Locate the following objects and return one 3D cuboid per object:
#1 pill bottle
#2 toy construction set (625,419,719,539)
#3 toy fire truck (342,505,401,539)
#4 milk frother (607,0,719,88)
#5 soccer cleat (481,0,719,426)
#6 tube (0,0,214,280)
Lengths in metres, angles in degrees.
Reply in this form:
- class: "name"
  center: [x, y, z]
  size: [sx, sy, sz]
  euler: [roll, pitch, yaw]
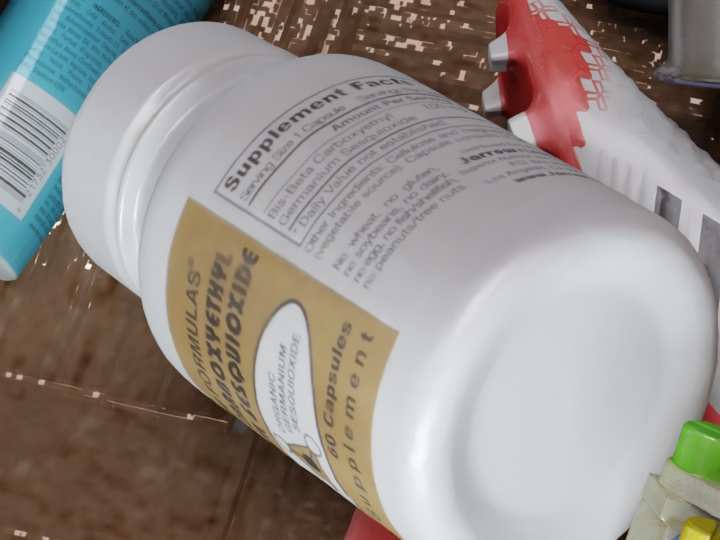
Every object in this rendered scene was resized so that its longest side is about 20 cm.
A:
- class: "pill bottle"
  center: [0.000, 0.000, 0.853]
  size: [0.114, 0.114, 0.200]
  euler: [-46, 44, -12]
- class: "toy construction set"
  center: [0.149, 0.106, 0.783]
  size: [0.200, 0.131, 0.092]
  euler: [30, 97, -14]
- class: "toy fire truck"
  center: [0.077, 0.151, 0.829]
  size: [0.199, 0.049, 0.141]
  euler: [12, 67, 14]
- class: "milk frother"
  center: [0.174, -0.158, 0.916]
  size: [0.199, 0.180, 0.189]
  euler: [-3, 100, -22]
- class: "soccer cleat"
  center: [0.102, -0.008, 0.893]
  size: [0.085, 0.069, 0.201]
  euler: [-21, 67, -9]
- class: "tube"
  center: [-0.082, -0.092, 0.963]
  size: [0.050, 0.077, 0.200]
  euler: [19, 71, 45]
